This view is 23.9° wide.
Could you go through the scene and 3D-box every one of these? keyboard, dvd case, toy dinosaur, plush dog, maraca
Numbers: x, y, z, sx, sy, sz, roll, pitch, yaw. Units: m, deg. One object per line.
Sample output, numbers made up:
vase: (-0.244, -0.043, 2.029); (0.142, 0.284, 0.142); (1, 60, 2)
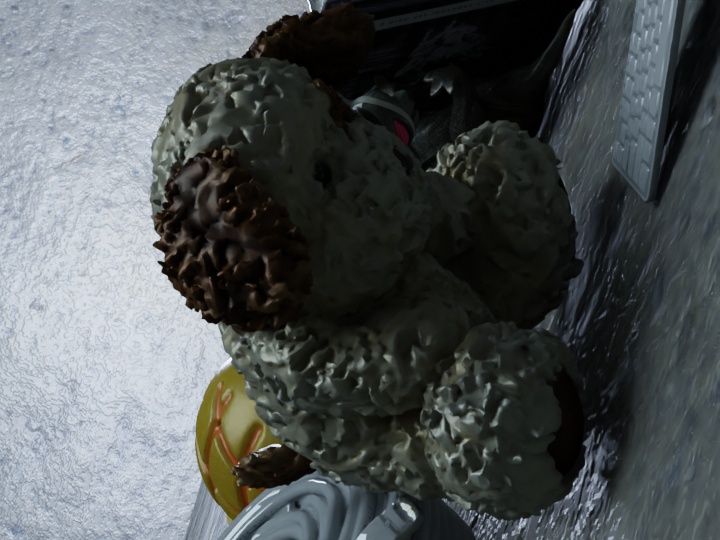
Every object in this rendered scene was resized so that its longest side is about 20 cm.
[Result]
keyboard: (0.112, -0.127, 0.609); (0.056, 0.011, 0.200); (-88, 3, -72)
dvd case: (0.030, -0.101, 0.894); (0.200, 0.148, 0.016); (121, 131, -64)
toy dinosaur: (0.046, -0.067, 0.876); (0.200, 0.102, 0.077); (-54, 53, 24)
plush dog: (-0.014, -0.004, 0.632); (0.160, 0.172, 0.200); (-23, 28, 20)
maraca: (-0.039, 0.107, 1.039); (0.137, 0.107, 0.200); (67, 159, -5)

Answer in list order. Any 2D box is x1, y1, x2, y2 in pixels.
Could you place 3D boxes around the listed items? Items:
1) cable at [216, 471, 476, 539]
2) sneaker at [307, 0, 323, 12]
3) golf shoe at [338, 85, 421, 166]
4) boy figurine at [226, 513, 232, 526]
cable: (-0.035, 0.164, 0.725); (0.200, 0.069, 0.200); (-53, 14, -7)
sneaker: (0.048, -0.186, 0.869); (0.200, 0.082, 0.075); (-37, -18, 11)
golf shoe: (0.000, 0.000, 0.796); (0.088, 0.077, 0.200); (-66, -31, -29)
boy figurine: (-0.053, 0.152, 1.192); (0.124, 0.064, 0.200); (-6, -67, -76)
